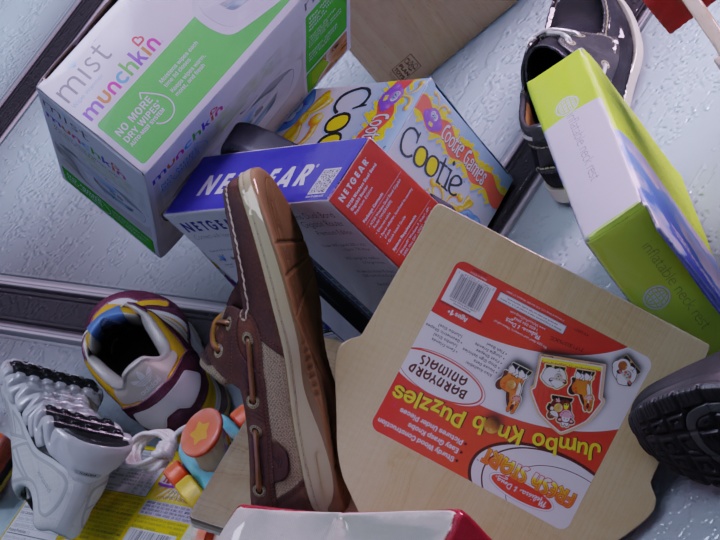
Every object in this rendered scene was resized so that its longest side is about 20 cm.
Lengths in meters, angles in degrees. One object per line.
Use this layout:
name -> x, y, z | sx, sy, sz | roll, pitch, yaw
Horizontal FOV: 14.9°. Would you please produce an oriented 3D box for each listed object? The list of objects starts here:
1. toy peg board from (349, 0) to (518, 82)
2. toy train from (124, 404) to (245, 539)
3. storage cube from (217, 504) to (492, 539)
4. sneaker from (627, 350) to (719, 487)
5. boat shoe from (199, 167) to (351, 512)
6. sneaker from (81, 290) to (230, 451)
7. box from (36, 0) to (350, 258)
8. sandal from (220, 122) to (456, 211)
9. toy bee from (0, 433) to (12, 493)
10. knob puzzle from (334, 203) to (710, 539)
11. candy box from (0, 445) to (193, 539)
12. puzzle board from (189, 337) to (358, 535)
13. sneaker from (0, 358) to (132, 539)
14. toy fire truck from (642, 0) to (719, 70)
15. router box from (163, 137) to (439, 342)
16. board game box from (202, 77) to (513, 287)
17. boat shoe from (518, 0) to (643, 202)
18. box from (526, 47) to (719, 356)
toy peg board -> 0.036, -0.259, 1.922 | 0.199, 0.200, 0.098 | -39, 50, 4
toy train -> -0.122, 0.159, 1.699 | 0.150, 0.056, 0.201 | -12, 47, 23
storage cube -> 0.006, 0.238, 1.396 | 0.171, 0.180, 0.200 | -3, 49, 45
sneaker -> 0.240, 0.056, 1.479 | 0.199, 0.076, 0.091 | -16, 30, 24
boat shoe -> -0.058, 0.044, 1.554 | 0.072, 0.201, 0.072 | -11, 9, 12
sneaker -> -0.155, 0.047, 1.881 | 0.075, 0.090, 0.200 | -44, 32, -3
box -> -0.103, -0.133, 1.752 | 0.200, 0.097, 0.177 | -49, -10, -14
sandal -> 0.008, -0.045, 1.683 | 0.200, 0.076, 0.043 | 29, 70, 11
toy bee -> -0.320, 0.124, 1.978 | 0.131, 0.109, 0.200 | -41, 56, -14
knob puzzle -> 0.075, 0.092, 1.539 | 0.220, 0.220, 0.030 | -44, -9, -4
candy box -> -0.154, 0.162, 1.803 | 0.200, 0.026, 0.102 | 5, 52, 49
puzzle board -> 0.021, 0.119, 1.592 | 0.199, 0.017, 0.151 | 16, 52, 21
sneaker -> -0.208, 0.115, 1.830 | 0.200, 0.075, 0.081 | -132, 59, -69
toy fire truck -> 0.233, -0.099, 1.592 | 0.049, 0.141, 0.200 | -35, 32, 10
router box -> 0.000, 0.000, 1.660 | 0.200, 0.179, 0.049 | -3, 49, 58
board game box -> -0.017, -0.051, 1.838 | 0.200, 0.105, 0.103 | -2, 49, 47
boat shoe -> 0.140, -0.135, 1.807 | 0.072, 0.068, 0.200 | -24, 34, 28
box -> 0.163, -0.031, 1.603 | 0.048, 0.122, 0.200 | -33, 33, 13
